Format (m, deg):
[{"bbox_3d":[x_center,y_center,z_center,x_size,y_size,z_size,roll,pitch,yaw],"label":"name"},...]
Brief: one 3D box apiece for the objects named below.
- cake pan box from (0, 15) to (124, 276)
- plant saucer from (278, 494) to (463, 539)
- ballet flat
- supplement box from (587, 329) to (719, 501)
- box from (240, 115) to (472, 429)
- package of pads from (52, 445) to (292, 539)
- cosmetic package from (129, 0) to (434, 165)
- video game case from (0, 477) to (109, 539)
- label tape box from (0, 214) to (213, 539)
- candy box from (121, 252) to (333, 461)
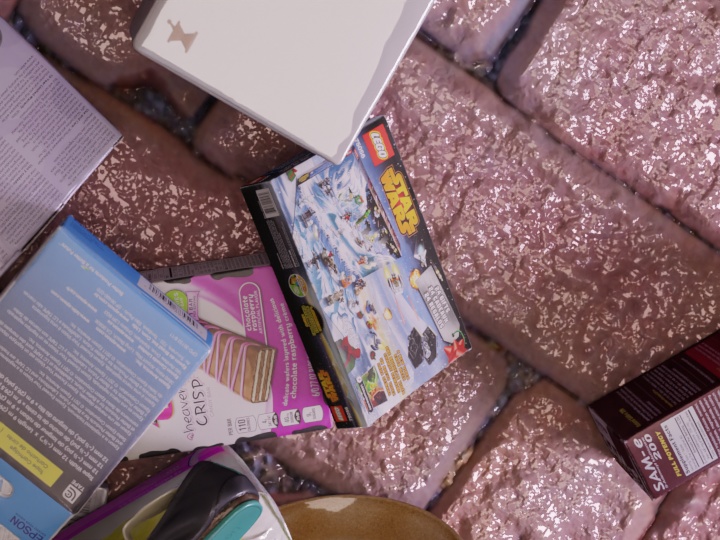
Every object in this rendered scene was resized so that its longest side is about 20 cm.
[{"bbox_3d":[-0.304,-0.089,1.315,0.184,0.052,0.200,42,76,-11],"label":"cake pan box"},{"bbox_3d":[-0.013,0.241,1.372,0.198,0.201,0.036,-6,117,-7],"label":"plant saucer"},{"bbox_3d":[-0.151,0.212,1.246,0.073,0.073,0.200,41,89,-13],"label":"ballet flat"},{"bbox_3d":[0.290,0.096,1.429,0.199,0.109,0.061,-29,103,-1],"label":"supplement box"},{"bbox_3d":[0.000,0.000,1.368,0.137,0.040,0.202,-32,106,-42],"label":"box"},{"bbox_3d":[-0.157,0.216,1.349,0.199,0.154,0.069,-31,108,-9],"label":"package of pads"},{"bbox_3d":[-0.056,-0.196,1.280,0.165,0.200,0.168,29,96,-12],"label":"cosmetic package"},{"bbox_3d":[-0.308,0.220,1.411,0.198,0.018,0.145,11,99,-10],"label":"video game case"},{"bbox_3d":[-0.224,0.083,1.316,0.143,0.066,0.200,39,97,-9],"label":"label tape box"},{"bbox_3d":[-0.128,0.066,1.387,0.198,0.061,0.138,-9,101,-6],"label":"candy box"}]
